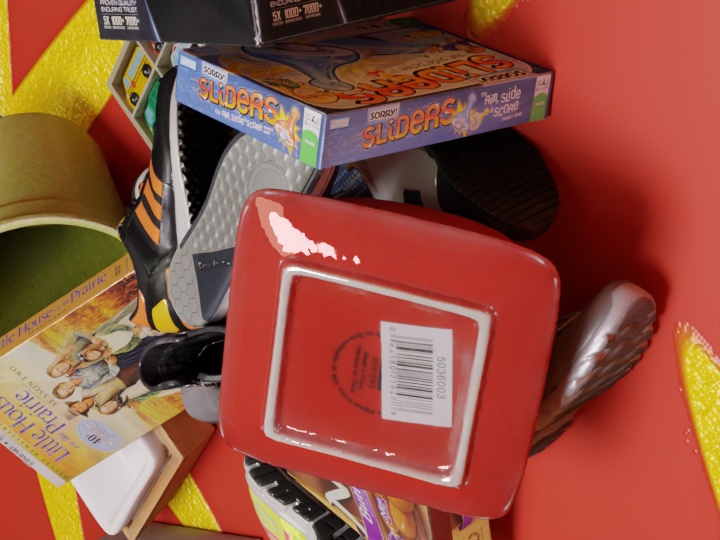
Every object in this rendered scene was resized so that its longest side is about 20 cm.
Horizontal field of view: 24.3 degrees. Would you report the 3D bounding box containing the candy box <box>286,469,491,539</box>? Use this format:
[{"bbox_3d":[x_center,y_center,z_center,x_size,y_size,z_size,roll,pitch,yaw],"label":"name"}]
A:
[{"bbox_3d":[0.012,0.141,1.230,0.200,0.056,0.117,34,143,47],"label":"candy box"}]

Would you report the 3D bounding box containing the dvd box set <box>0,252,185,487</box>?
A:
[{"bbox_3d":[-0.217,0.084,1.363,0.146,0.200,0.029,48,-162,-35],"label":"dvd box set"}]

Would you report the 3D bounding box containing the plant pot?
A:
[{"bbox_3d":[-0.271,-0.027,1.401,0.184,0.200,0.201,-108,27,-46],"label":"plant pot"}]

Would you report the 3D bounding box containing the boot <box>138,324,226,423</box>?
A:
[{"bbox_3d":[-0.107,0.067,1.195,0.200,0.131,0.070,-27,70,47],"label":"boot"}]

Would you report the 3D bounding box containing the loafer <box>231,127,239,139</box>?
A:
[{"bbox_3d":[-0.051,-0.122,1.208,0.201,0.070,0.068,118,142,-62],"label":"loafer"}]

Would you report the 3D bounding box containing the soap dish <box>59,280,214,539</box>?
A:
[{"bbox_3d":[-0.223,0.124,1.509,0.200,0.081,0.157,53,139,18],"label":"soap dish"}]

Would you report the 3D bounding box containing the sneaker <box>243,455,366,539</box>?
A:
[{"bbox_3d":[-0.020,0.222,1.334,0.200,0.078,0.090,48,148,29],"label":"sneaker"}]

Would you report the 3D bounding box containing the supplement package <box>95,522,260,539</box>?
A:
[{"bbox_3d":[-0.192,0.310,1.497,0.200,0.156,0.111,-1,106,50],"label":"supplement package"}]

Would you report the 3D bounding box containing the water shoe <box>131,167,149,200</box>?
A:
[{"bbox_3d":[-0.111,0.001,1.333,0.200,0.071,0.079,58,161,-2],"label":"water shoe"}]

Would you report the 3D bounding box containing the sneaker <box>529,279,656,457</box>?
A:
[{"bbox_3d":[0.116,0.059,1.089,0.082,0.075,0.200,54,140,15],"label":"sneaker"}]

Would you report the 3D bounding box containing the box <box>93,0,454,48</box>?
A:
[{"bbox_3d":[-0.046,-0.203,1.058,0.164,0.200,0.086,11,113,47],"label":"box"}]

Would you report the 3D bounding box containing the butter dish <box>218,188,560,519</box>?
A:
[{"bbox_3d":[0.027,0.030,1.055,0.199,0.148,0.200,14,120,11],"label":"butter dish"}]

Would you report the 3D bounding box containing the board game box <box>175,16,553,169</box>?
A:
[{"bbox_3d":[0.005,-0.115,1.039,0.135,0.200,0.035,27,121,38],"label":"board game box"}]

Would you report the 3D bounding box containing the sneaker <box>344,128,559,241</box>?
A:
[{"bbox_3d":[0.056,-0.059,1.116,0.200,0.074,0.089,40,139,40],"label":"sneaker"}]

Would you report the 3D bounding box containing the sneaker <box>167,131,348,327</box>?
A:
[{"bbox_3d":[-0.031,-0.044,1.132,0.202,0.146,0.077,-49,61,45],"label":"sneaker"}]

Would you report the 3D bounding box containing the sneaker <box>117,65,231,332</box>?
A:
[{"bbox_3d":[-0.148,-0.052,1.248,0.090,0.070,0.201,-6,88,27],"label":"sneaker"}]

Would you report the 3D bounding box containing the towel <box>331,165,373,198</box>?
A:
[{"bbox_3d":[0.000,0.000,1.246,0.200,0.024,0.145,57,138,11],"label":"towel"}]

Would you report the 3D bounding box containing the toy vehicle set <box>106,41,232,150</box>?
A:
[{"bbox_3d":[-0.130,-0.167,1.310,0.124,0.026,0.200,53,139,18],"label":"toy vehicle set"}]
